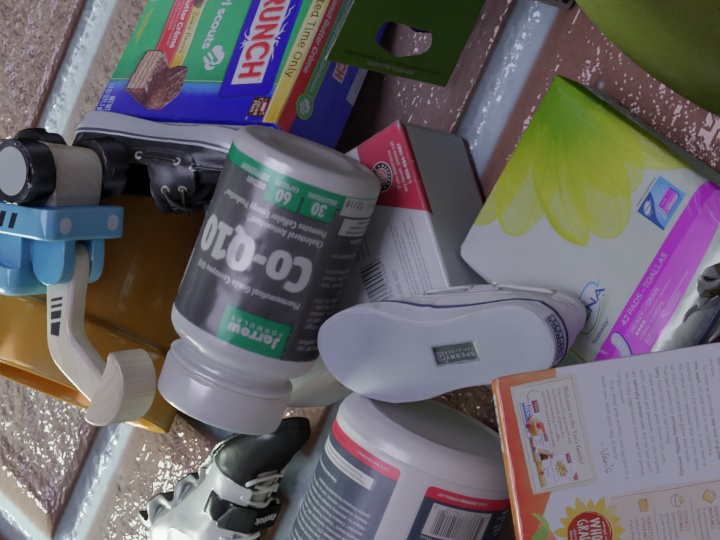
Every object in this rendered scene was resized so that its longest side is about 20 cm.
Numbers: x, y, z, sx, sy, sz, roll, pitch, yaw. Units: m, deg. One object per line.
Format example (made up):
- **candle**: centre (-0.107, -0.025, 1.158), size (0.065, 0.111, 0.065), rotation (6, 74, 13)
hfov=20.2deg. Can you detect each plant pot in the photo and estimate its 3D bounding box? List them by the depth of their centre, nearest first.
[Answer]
- **plant pot**: centre (0.211, -0.202, 1.288), size (0.186, 0.199, 0.188), rotation (-6, 81, 40)
- **plant pot**: centre (-0.216, 0.011, 1.646), size (0.199, 0.200, 0.184), rotation (12, 77, 40)

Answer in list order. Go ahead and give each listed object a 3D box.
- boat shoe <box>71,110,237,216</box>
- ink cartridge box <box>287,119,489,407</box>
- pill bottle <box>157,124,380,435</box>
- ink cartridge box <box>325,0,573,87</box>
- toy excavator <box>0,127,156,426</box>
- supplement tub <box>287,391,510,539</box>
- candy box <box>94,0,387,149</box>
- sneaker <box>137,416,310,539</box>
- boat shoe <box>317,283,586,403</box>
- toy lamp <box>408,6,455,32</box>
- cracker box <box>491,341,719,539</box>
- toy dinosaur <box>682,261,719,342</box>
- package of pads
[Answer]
- **boat shoe**: centre (-0.142, -0.073, 1.537), size (0.199, 0.070, 0.067), rotation (14, 67, 25)
- **ink cartridge box**: centre (0.000, 0.000, 1.519), size (0.199, 0.083, 0.146), rotation (-29, 68, 34)
- **pill bottle**: centre (-0.069, 0.008, 1.448), size (0.113, 0.113, 0.201), rotation (30, 106, 38)
- **ink cartridge box**: centre (0.084, -0.212, 1.431), size (0.076, 0.147, 0.201), rotation (38, 110, 35)
- **toy excavator**: centre (-0.224, 0.001, 1.501), size (0.194, 0.100, 0.201), rotation (11, 101, 38)
- **supplement tub**: centre (0.019, 0.198, 1.444), size (0.140, 0.140, 0.201), rotation (31, 105, 38)
- **candy box**: centre (-0.089, -0.169, 1.583), size (0.199, 0.077, 0.170), rotation (6, 64, 38)
- **sneaker**: centre (-0.094, 0.186, 1.590), size (0.200, 0.074, 0.089), rotation (-43, 59, 39)
- **boat shoe**: centre (0.063, 0.047, 1.388), size (0.199, 0.065, 0.074), rotation (0, 109, 36)
- **toy lamp**: centre (0.044, -0.280, 1.532), size (0.058, 0.058, 0.201), rotation (-14, 76, 38)
- **cracker box**: centre (0.191, 0.119, 1.284), size (0.199, 0.058, 0.135), rotation (-8, 85, 0)
- **toy dinosaur**: centre (0.305, -0.010, 1.263), size (0.199, 0.077, 0.103), rotation (6, 118, -1)
- **package of pads**: centre (0.176, -0.017, 1.384), size (0.200, 0.068, 0.155), rotation (41, 110, 35)
